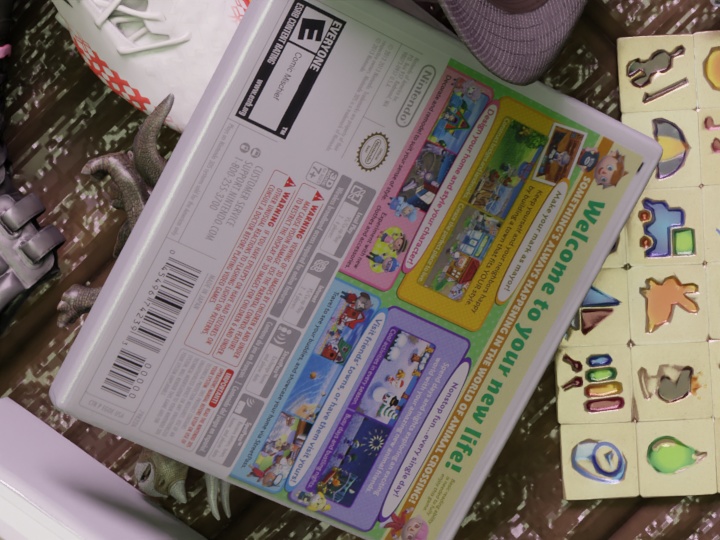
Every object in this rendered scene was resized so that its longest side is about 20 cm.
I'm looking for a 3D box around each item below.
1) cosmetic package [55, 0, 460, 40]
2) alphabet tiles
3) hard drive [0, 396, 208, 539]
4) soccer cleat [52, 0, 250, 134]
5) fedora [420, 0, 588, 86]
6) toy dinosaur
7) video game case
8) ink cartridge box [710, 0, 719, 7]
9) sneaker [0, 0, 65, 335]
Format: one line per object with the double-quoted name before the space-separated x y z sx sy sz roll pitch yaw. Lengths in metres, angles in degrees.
"cosmetic package" -0.018 -0.082 1.051 0.200 0.071 0.101 38 93 3
"alphabet tiles" 0.165 -0.004 1.068 0.167 0.008 0.200 -3 90 5
"hard drive" -0.087 0.124 1.028 0.200 0.132 0.027 34 95 4
"soccer cleat" -0.106 -0.133 0.981 0.069 0.085 0.200 -36 86 5
"fedora" 0.026 -0.168 0.930 0.090 0.177 0.200 1 60 32
"toy dinosaur" -0.068 0.000 1.034 0.102 0.077 0.200 27 130 14
"video game case" 0.000 0.000 0.989 0.182 0.022 0.200 25 98 -22
"ink cartridge box" 0.228 -0.207 1.026 0.173 0.044 0.200 -1 94 -28
"sneaker" -0.161 -0.051 1.069 0.099 0.071 0.200 25 96 0
